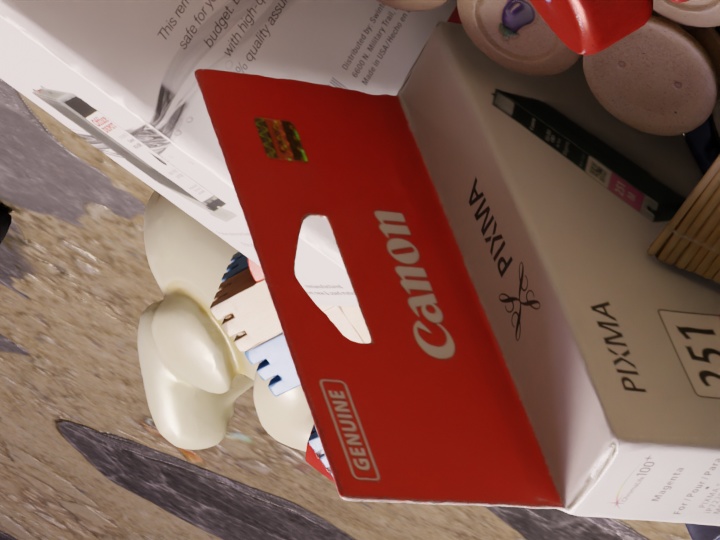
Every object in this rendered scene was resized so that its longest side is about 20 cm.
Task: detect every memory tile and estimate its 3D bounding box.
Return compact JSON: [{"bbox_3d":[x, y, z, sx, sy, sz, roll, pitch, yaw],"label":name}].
[{"bbox_3d":[0.044,-0.134,0.975,0.200,0.017,0.153,26,138,9],"label":"memory tile"}]

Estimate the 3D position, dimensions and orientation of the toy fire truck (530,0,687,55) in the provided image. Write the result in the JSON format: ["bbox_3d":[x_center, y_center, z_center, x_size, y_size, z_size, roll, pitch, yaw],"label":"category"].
[{"bbox_3d":[0.062,-0.169,0.812,0.168,0.112,0.200,58,177,24],"label":"toy fire truck"}]

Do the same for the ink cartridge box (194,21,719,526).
[{"bbox_3d":[0.050,-0.005,0.998,0.173,0.200,0.044,7,134,-30],"label":"ink cartridge box"}]

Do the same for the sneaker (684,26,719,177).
[{"bbox_3d":[0.197,-0.040,0.996,0.199,0.081,0.115,25,165,19],"label":"sneaker"}]

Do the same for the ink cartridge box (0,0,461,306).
[{"bbox_3d":[-0.041,-0.100,1.091,0.200,0.147,0.083,37,164,-21],"label":"ink cartridge box"}]

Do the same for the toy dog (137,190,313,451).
[{"bbox_3d":[-0.007,0.001,1.394,0.200,0.139,0.194,7,116,54],"label":"toy dog"}]

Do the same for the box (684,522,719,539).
[{"bbox_3d":[0.148,0.058,1.080,0.121,0.032,0.200,22,-146,-41],"label":"box"}]

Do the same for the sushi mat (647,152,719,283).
[{"bbox_3d":[0.180,-0.049,0.938,0.096,0.012,0.200,26,133,-7],"label":"sushi mat"}]

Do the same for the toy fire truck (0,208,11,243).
[{"bbox_3d":[-0.310,0.039,1.816,0.129,0.200,0.176,35,162,-17],"label":"toy fire truck"}]

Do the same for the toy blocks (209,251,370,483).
[{"bbox_3d":[0.000,0.000,1.248,0.137,0.100,0.200,-27,110,23],"label":"toy blocks"}]
